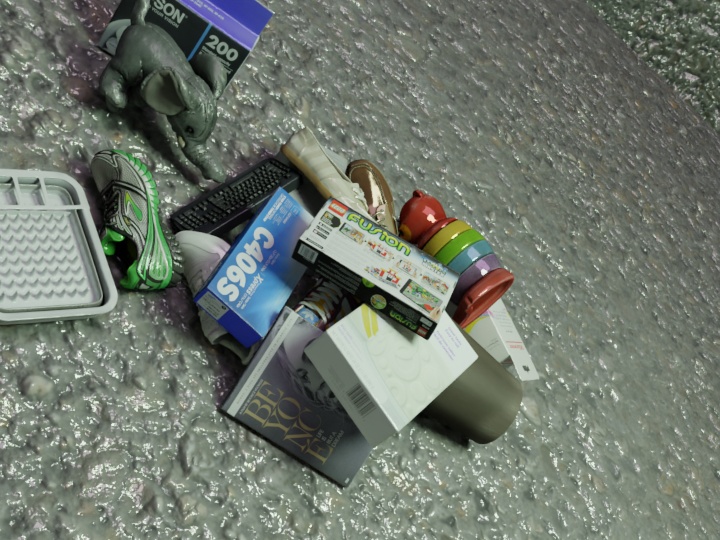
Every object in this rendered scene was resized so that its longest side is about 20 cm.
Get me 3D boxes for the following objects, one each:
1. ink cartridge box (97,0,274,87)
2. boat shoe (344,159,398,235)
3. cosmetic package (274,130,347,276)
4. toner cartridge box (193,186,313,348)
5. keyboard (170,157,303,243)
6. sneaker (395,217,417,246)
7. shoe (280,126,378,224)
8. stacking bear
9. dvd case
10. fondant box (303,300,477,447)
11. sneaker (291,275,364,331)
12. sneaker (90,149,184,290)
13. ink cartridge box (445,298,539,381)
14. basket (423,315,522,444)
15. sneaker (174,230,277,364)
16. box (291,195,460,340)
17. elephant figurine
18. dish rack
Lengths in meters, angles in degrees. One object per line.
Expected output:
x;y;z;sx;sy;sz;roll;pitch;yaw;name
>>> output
-0.259;-0.356;1.342;0.196;0.200;0.044;31;36;-18;ink cartridge box
0.025;-0.069;1.378;0.072;0.074;0.204;-102;174;-71;boat shoe
-0.087;-0.104;1.382;0.105;0.090;0.203;28;44;-20;cosmetic package
-0.124;-0.008;1.172;0.095;0.043;0.202;42;48;-15;toner cartridge box
-0.157;-0.089;1.266;0.126;0.021;0.199;35;54;26;keyboard
0.072;-0.027;1.469;0.198;0.080;0.077;35;35;-23;sneaker
-0.036;-0.126;1.312;0.200;0.053;0.070;47;3;13;shoe
0.131;-0.030;1.385;0.113;0.122;0.201;-32;72;-21;stacking bear
-0.054;0.161;1.141;0.198;0.150;0.016;34;1;-15;dvd case
0.042;0.104;1.135;0.145;0.058;0.199;53;41;4;fondant box
-0.045;0.051;1.176;0.074;0.203;0.090;27;1;21;sneaker
-0.296;-0.068;1.150;0.084;0.078;0.203;-10;65;-47;sneaker
0.205;0.099;1.464;0.117;0.067;0.203;12;50;-63;ink cartridge box
0.130;0.154;1.325;0.199;0.136;0.182;37;25;-18;basket
-0.180;0.033;1.173;0.200;0.075;0.100;47;37;0;sneaker
0.022;-0.006;1.140;0.198;0.035;0.111;31;39;2;box
-0.251;-0.246;1.270;0.197;0.156;0.143;28;72;11;elephant figurine
-0.385;-0.024;1.053;0.169;0.043;0.203;-2;58;-46;dish rack
